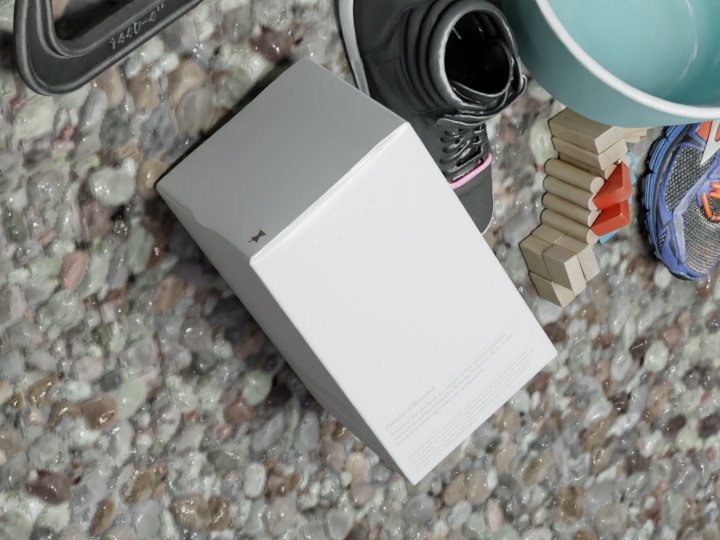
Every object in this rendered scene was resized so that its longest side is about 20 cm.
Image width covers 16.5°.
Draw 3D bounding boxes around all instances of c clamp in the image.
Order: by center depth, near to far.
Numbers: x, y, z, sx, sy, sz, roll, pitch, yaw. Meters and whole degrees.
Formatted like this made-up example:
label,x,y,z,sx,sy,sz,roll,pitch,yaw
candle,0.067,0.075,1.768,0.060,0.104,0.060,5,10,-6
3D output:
label,x,y,z,sx,sy,sz,roll,pitch,yaw
c clamp,-0.116,-0.187,1.290,0.200,0.027,0.171,-44,152,-31

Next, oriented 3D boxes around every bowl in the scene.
label,x,y,z,sx,sy,sz,roll,pitch,yaw
bowl,0.164,-0.164,1.452,0.201,0.105,0.201,7,68,-19

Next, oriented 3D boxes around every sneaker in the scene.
label,x,y,z,sx,sy,sz,roll,pitch,yaw
sneaker,0.056,-0.086,1.445,0.071,0.099,0.200,-37,127,-22
sneaker,0.247,-0.086,1.603,0.075,0.078,0.200,18,96,-39

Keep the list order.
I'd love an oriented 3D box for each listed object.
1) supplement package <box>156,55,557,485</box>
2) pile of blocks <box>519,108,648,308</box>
label,x,y,z,sx,sy,sz,roll,pitch,yaw
supplement package,0.000,0.000,1.415,0.120,0.121,0.200,-42,128,-8
pile of blocks,0.161,-0.069,1.555,0.082,0.062,0.200,-1,108,-37
